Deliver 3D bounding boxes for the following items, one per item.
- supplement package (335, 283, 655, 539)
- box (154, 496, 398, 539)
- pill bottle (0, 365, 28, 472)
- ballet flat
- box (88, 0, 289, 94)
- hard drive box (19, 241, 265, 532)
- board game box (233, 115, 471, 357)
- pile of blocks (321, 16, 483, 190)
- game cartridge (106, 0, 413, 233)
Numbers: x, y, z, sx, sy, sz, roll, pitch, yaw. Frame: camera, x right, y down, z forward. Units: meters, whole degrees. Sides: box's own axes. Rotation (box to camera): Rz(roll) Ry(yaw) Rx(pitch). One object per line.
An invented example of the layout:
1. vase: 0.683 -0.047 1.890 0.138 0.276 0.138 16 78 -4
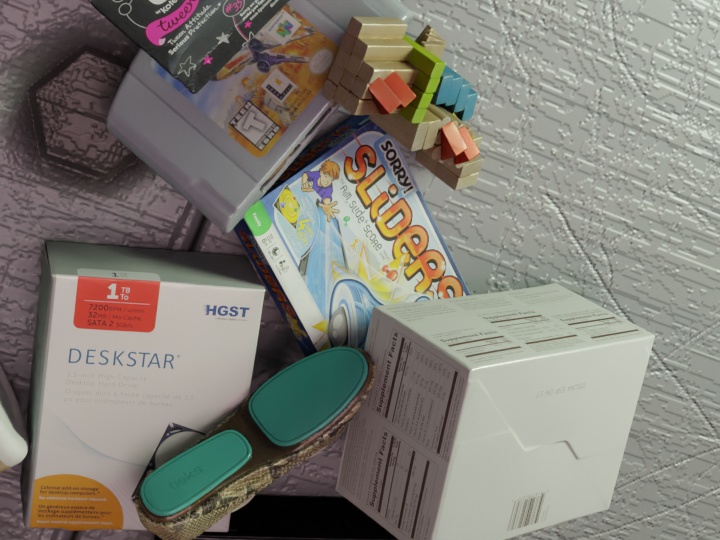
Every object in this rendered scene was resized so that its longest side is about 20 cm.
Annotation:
1. supplement package: 0.101 0.108 1.094 0.200 0.111 0.156 -6 116 -40
2. box: -0.067 0.259 1.166 0.200 0.079 0.141 5 105 -17
3. pill bottle: -0.347 0.124 1.024 0.200 0.116 0.116 -26 114 -4
4. ballet flat: -0.071 0.129 1.053 0.200 0.068 0.075 -35 147 -9
5. box: -0.096 -0.242 0.931 0.200 0.132 0.115 -44 139 4
6. hard drive box: -0.165 0.088 1.079 0.155 0.077 0.200 3 109 -16
7. board game box: 0.000 0.000 1.090 0.135 0.034 0.200 -38 116 -20
8. pile of blocks: 0.054 -0.114 1.013 0.082 0.062 0.200 -53 149 6
9. game cartridge: -0.077 -0.143 1.005 0.133 0.042 0.200 40 90 2
